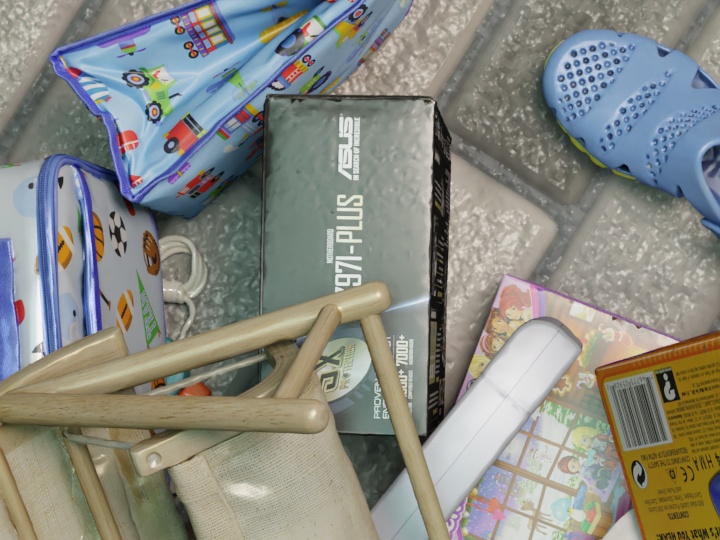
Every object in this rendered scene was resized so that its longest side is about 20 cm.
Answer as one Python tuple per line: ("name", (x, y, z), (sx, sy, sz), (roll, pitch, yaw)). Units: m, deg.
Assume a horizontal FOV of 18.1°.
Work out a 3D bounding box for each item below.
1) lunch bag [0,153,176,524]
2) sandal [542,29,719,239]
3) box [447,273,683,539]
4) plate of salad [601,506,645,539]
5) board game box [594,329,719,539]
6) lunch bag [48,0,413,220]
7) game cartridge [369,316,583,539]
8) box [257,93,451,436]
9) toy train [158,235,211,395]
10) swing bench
("lunch bag", (-0.151, 0.045, 1.153), (0.075, 0.160, 0.202), (-8, 82, 12))
("sandal", (0.185, -0.064, 1.213), (0.199, 0.087, 0.080), (33, 94, 8))
("box", (0.107, 0.119, 1.237), (0.136, 0.039, 0.201), (20, 91, 7))
("plate of salad", (0.182, 0.209, 1.197), (0.199, 0.048, 0.202), (2, 86, -29))
("board game box", (0.269, 0.106, 1.106), (0.199, 0.200, 0.201), (-14, 86, -24))
("lunch bag", (-0.044, -0.117, 1.205), (0.199, 0.151, 0.094), (-30, 85, 5))
("game cartridge", (0.041, 0.106, 1.160), (0.041, 0.133, 0.200), (38, 93, 1))
("box", (0.000, 0.000, 1.172), (0.085, 0.200, 0.165), (1, 89, 4))
("toy train", (-0.184, 0.044, 1.264), (0.198, 0.056, 0.151), (-6, 88, 6))
("swing bench", (-0.066, 0.133, 1.036), (0.199, 0.130, 0.200), (-9, 112, 20))
